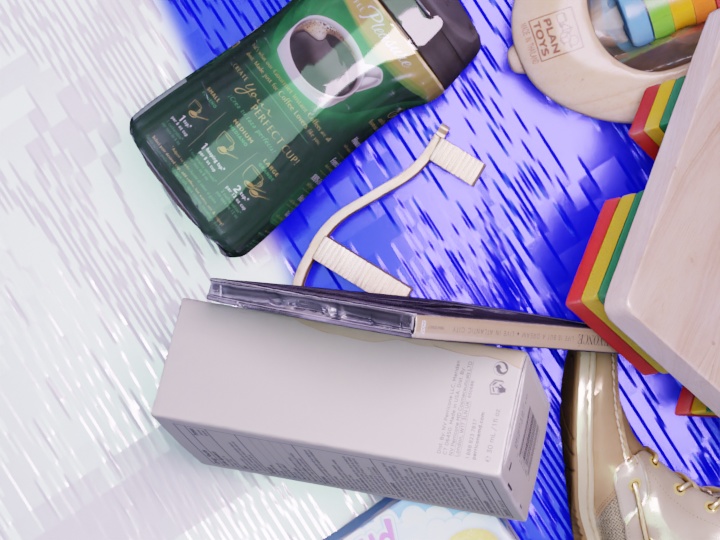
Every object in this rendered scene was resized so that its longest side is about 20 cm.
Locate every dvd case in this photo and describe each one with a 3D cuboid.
[{"bbox_3d":[0.038,0.026,1.001,0.148,0.199,0.016,9,92,42],"label":"dvd case"}]

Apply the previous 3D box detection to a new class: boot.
[{"bbox_3d":[0.198,0.130,1.078,0.154,0.073,0.202,-8,97,5],"label":"boot"}]

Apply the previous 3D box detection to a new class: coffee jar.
[{"bbox_3d":[-0.030,-0.106,1.084,0.199,0.085,0.105,-38,85,4],"label":"coffee jar"}]

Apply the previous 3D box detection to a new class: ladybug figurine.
[{"bbox_3d":[0.178,-0.157,1.078,0.198,0.072,0.137,-17,90,3],"label":"ladybug figurine"}]

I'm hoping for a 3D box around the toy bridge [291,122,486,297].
[{"bbox_3d":[0.000,0.000,1.113,0.067,0.027,0.201,30,93,4],"label":"toy bridge"}]

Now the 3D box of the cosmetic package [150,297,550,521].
[{"bbox_3d":[-0.003,0.078,1.031,0.198,0.104,0.074,10,71,16],"label":"cosmetic package"}]

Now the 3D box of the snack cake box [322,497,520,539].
[{"bbox_3d":[0.008,0.209,1.096,0.199,0.067,0.115,-34,90,3],"label":"snack cake box"}]

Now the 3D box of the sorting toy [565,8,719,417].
[{"bbox_3d":[0.212,-0.003,1.023,0.198,0.069,0.201,39,59,-27],"label":"sorting toy"}]
